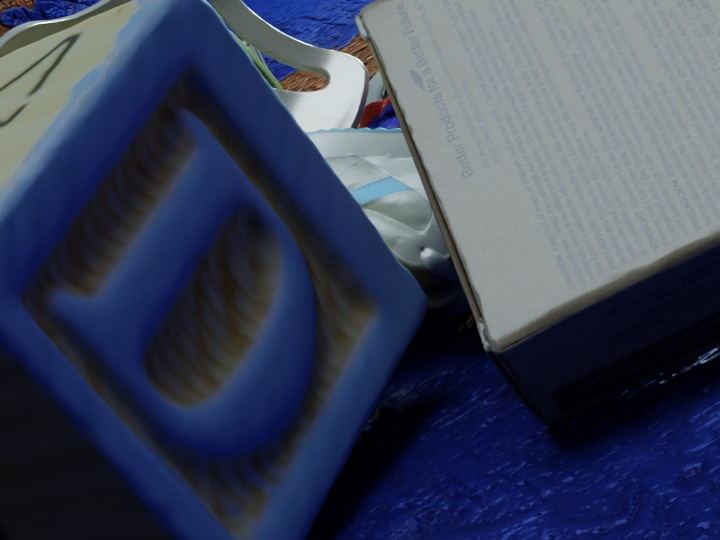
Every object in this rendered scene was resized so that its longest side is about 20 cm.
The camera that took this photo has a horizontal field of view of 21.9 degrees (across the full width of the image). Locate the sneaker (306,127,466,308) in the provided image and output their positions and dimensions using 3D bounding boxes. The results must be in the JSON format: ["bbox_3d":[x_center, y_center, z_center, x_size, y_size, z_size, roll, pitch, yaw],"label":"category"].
[{"bbox_3d":[0.055,-0.026,0.878,0.200,0.077,0.081,-8,59,19],"label":"sneaker"}]

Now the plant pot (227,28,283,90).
[{"bbox_3d":[-0.150,-0.037,1.146,0.190,0.200,0.200,-35,12,27],"label":"plant pot"}]

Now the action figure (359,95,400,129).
[{"bbox_3d":[0.050,-0.081,0.978,0.200,0.065,0.052,-25,0,41],"label":"action figure"}]

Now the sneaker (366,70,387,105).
[{"bbox_3d":[0.035,-0.109,1.247,0.087,0.075,0.200,-34,6,23],"label":"sneaker"}]

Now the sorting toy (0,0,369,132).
[{"bbox_3d":[-0.088,-0.076,0.979,0.180,0.200,0.107,-55,1,-23],"label":"sorting toy"}]

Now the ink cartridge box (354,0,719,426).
[{"bbox_3d":[0.107,-0.059,0.779,0.165,0.075,0.200,-26,53,9],"label":"ink cartridge box"}]

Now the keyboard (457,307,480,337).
[{"bbox_3d":[0.101,-0.011,0.909,0.127,0.021,0.200,-26,16,4],"label":"keyboard"}]

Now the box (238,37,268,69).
[{"bbox_3d":[-0.138,-0.079,1.327,0.200,0.117,0.060,-17,18,39],"label":"box"}]

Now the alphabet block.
[{"bbox_3d":[-0.127,0.026,0.800,0.200,0.196,0.195,-14,32,41],"label":"alphabet block"}]
